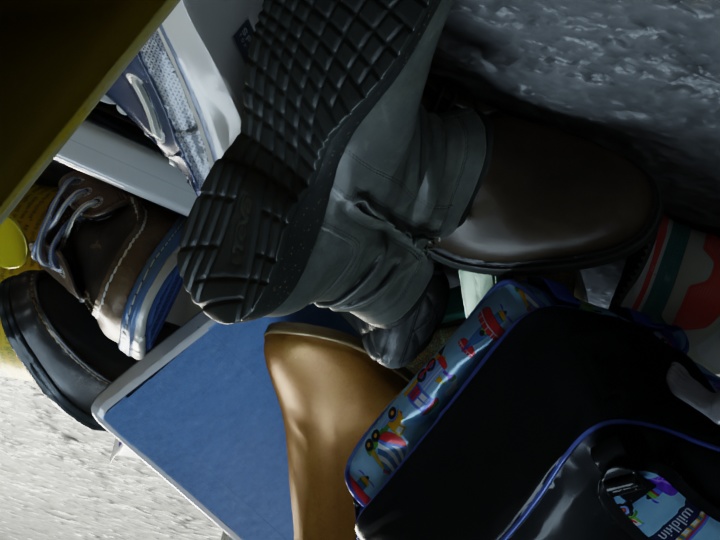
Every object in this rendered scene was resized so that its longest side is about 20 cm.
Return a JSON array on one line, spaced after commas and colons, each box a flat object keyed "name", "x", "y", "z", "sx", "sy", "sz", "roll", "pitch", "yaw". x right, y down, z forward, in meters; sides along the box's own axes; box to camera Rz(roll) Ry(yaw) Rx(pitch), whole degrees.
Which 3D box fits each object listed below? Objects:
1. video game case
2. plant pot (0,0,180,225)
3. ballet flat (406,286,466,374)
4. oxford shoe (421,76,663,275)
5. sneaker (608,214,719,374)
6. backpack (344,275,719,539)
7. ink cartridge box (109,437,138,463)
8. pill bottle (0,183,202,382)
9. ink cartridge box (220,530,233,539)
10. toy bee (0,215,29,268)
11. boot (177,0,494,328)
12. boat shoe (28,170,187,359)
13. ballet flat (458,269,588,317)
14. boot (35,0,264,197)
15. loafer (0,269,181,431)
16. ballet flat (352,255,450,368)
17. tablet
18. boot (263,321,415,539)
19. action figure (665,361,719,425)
[{"name": "video game case", "x": -0.116, "y": -0.059, "z": 1.097, "sx": 0.200, "sy": 0.024, "sz": 0.182, "roll": 23, "pitch": -176, "yaw": -25}, {"name": "plant pot", "x": -0.218, "y": -0.098, "z": 0.873, "sx": 0.200, "sy": 0.200, "sz": 0.176, "roll": 41, "pitch": 168, "yaw": -18}, {"name": "ballet flat", "x": 0.024, "y": 0.046, "z": 1.273, "sx": 0.200, "sy": 0.071, "sz": 0.071, "roll": -9, "pitch": 151, "yaw": 35}, {"name": "oxford shoe", "x": 0.038, "y": -0.049, "z": 1.038, "sx": 0.200, "sy": 0.073, "sz": 0.084, "roll": 12, "pitch": 159, "yaw": 8}, {"name": "sneaker", "x": 0.172, "y": 0.037, "z": 1.182, "sx": 0.093, "sy": 0.070, "sz": 0.200, "roll": 18, "pitch": 159, "yaw": 8}, {"name": "backpack", "x": 0.120, "y": 0.110, "z": 1.086, "sx": 0.200, "sy": 0.135, "sz": 0.183, "roll": 15, "pitch": 124, "yaw": -36}, {"name": "ink cartridge box", "x": -0.117, "y": 0.062, "z": 1.438, "sx": 0.037, "sy": 0.095, "sz": 0.200, "roll": 18, "pitch": 161, "yaw": -11}, {"name": "pill bottle", "x": -0.174, "y": 0.009, "z": 1.300, "sx": 0.200, "sy": 0.113, "sz": 0.113, "roll": 9, "pitch": 161, "yaw": 16}, {"name": "ink cartridge box", "x": 0.007, "y": 0.121, "z": 1.348, "sx": 0.145, "sy": 0.200, "sz": 0.083, "roll": 12, "pitch": 161, "yaw": 9}, {"name": "toy bee", "x": -0.213, "y": -0.044, "z": 1.141, "sx": 0.109, "sy": 0.200, "sz": 0.131, "roll": -36, "pitch": 120, "yaw": 23}, {"name": "boot", "x": 0.011, "y": -0.064, "z": 0.946, "sx": 0.068, "sy": 0.200, "sz": 0.131, "roll": 41, "pitch": -155, "yaw": 30}, {"name": "boat shoe", "x": -0.121, "y": -0.009, "z": 1.110, "sx": 0.072, "sy": 0.072, "sz": 0.200, "roll": 26, "pitch": -177, "yaw": -8}, {"name": "ballet flat", "x": 0.086, "y": 0.053, "z": 1.173, "sx": 0.071, "sy": 0.071, "sz": 0.200, "roll": 8, "pitch": 120, "yaw": 19}, {"name": "boot", "x": -0.072, "y": -0.078, "z": 0.985, "sx": 0.090, "sy": 0.073, "sz": 0.200, "roll": 9, "pitch": 133, "yaw": 34}, {"name": "loafer", "x": -0.105, "y": 0.049, "z": 1.193, "sx": 0.072, "sy": 0.073, "sz": 0.200, "roll": -27, "pitch": 141, "yaw": 24}, {"name": "ballet flat", "x": 0.000, "y": 0.000, "z": 1.152, "sx": 0.066, "sy": 0.057, "sz": 0.200, "roll": 17, "pitch": -173, "yaw": -10}, {"name": "tablet", "x": -0.038, "y": 0.080, "z": 1.199, "sx": 0.200, "sy": 0.130, "sz": 0.014, "roll": 48, "pitch": -174, "yaw": -47}, {"name": "boot", "x": -0.011, "y": 0.126, "z": 1.148, "sx": 0.071, "sy": 0.144, "sz": 0.201, "roll": 7, "pitch": 153, "yaw": 29}, {"name": "action figure", "x": 0.259, "y": 0.022, "z": 0.994, "sx": 0.200, "sy": 0.105, "sz": 0.193, "roll": 22, "pitch": 132, "yaw": -35}]
